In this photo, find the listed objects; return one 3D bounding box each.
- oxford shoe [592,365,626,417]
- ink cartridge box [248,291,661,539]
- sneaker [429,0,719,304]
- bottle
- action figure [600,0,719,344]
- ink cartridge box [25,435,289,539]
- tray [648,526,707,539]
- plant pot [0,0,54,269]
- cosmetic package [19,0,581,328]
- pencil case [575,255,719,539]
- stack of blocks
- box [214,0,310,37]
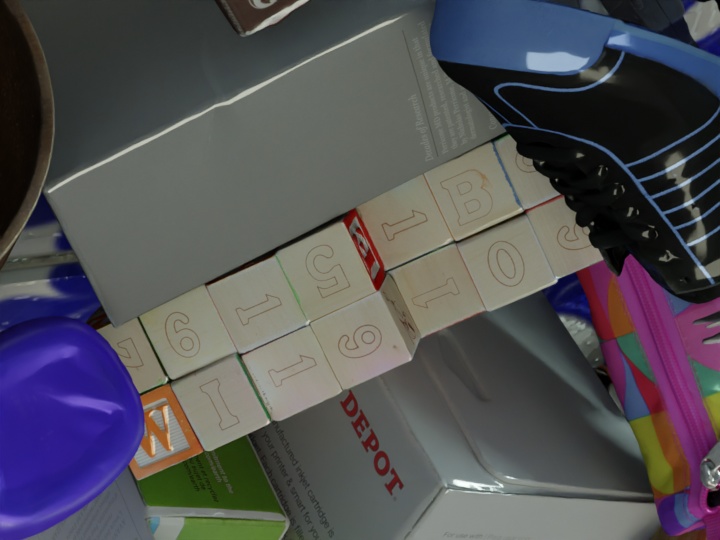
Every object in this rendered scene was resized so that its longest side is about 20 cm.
[{"bbox_3d":[0.141,0.080,1.050,0.199,0.071,0.073,-22,128,-21],"label":"oxford shoe"},{"bbox_3d":[0.009,0.116,0.936,0.146,0.147,0.200,9,127,-39],"label":"ink cartridge box"},{"bbox_3d":[0.097,-0.035,0.701,0.199,0.070,0.078,17,91,-36],"label":"sneaker"},{"bbox_3d":[-0.148,0.065,0.767,0.083,0.065,0.200,-34,-173,-27],"label":"bottle"},{"bbox_3d":[0.153,-0.058,0.803,0.130,0.201,0.069,-28,178,-12],"label":"action figure"},{"bbox_3d":[-0.090,0.154,0.868,0.075,0.200,0.148,7,129,-38],"label":"ink cartridge box"},{"bbox_3d":[0.184,0.119,0.967,0.037,0.200,0.099,-24,111,30],"label":"tray"},{"bbox_3d":[-0.207,0.000,0.666,0.186,0.188,0.200,-10,151,-25],"label":"plant pot"},{"bbox_3d":[-0.029,-0.078,0.736,0.199,0.107,0.090,-27,140,-3],"label":"cosmetic package"},{"bbox_3d":[0.134,0.013,0.864,0.088,0.201,0.088,-21,174,-2],"label":"pencil case"},{"bbox_3d":[0.000,0.000,0.791,0.199,0.115,0.059,-24,100,12],"label":"stack of blocks"},{"bbox_3d":[-0.061,-0.176,0.615,0.075,0.100,0.200,-32,143,1],"label":"box"}]
